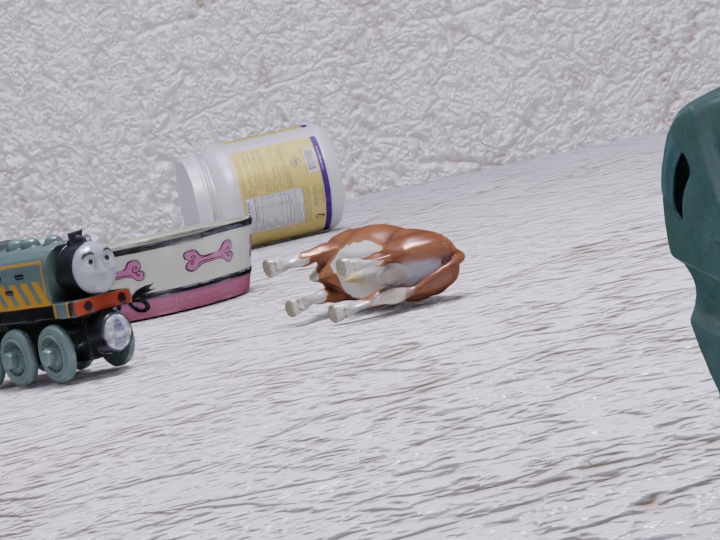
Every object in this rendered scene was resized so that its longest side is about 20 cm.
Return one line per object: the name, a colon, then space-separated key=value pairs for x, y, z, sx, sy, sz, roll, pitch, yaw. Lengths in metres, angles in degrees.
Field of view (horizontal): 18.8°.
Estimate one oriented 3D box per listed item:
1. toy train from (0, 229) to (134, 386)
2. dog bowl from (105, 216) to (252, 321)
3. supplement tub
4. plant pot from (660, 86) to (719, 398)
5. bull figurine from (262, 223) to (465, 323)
toy train: x=-0.256 y=0.030 z=1.729 sx=0.085 sy=0.115 sz=0.199 roll=-17 pitch=6 yaw=-41
dog bowl: x=-0.199 y=0.002 z=2.184 sx=0.198 sy=0.074 sz=0.200 roll=-13 pitch=4 yaw=1
supplement tub: x=-0.134 y=-0.107 z=2.885 sx=0.198 sy=0.147 sz=0.145 roll=-13 pitch=5 yaw=-14
plant pot: x=0.212 y=-0.016 z=0.681 sx=0.195 sy=0.202 sz=0.200 roll=-20 pitch=6 yaw=-9
bull figurine: x=0.000 y=0.000 z=1.745 sx=0.121 sy=0.066 sz=0.199 roll=-19 pitch=5 yaw=-30
